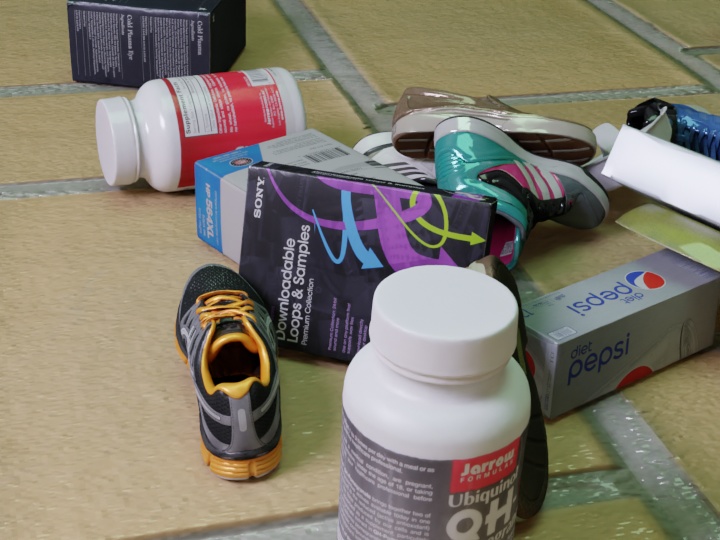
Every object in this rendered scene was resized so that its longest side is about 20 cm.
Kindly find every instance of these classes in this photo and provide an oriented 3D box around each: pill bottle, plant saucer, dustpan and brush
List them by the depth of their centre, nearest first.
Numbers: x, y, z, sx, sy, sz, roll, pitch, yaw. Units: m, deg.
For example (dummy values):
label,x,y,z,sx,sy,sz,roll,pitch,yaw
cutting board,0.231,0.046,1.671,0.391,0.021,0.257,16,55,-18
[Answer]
label,x,y,z,sx,sy,sz,roll,pitch,yaw
pill bottle,0.042,0.104,0.717,0.109,0.202,0.111,2,29,-1
plant saucer,0.314,-0.013,1.043,0.198,0.031,0.200,24,7,-3
dustpan and brush,0.256,-0.117,1.203,0.139,0.058,0.200,-31,19,7
pill bottle,-0.162,-0.141,1.241,0.197,0.114,0.112,-10,31,-22

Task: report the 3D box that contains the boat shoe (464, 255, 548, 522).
label,x,y,z,sx,sy,sz,roll,pitch,yaw
boat shoe,0.083,0.088,0.867,0.075,0.072,0.202,-21,48,24

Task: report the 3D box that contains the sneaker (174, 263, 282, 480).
label,x,y,z,sx,sy,sz,roll,pitch,yaw
sneaker,-0.093,0.055,0.893,0.077,0.078,0.201,-10,41,-12

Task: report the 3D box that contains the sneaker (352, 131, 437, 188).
label,x,y,z,sx,sy,sz,roll,pitch,yaw
sneaker,0.097,-0.098,1.250,0.198,0.076,0.116,-13,40,-13

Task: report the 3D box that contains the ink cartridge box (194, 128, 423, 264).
label,x,y,z,sx,sy,sz,roll,pitch,yaw
ink cartridge box,-0.037,-0.046,1.108,0.145,0.085,0.199,-19,36,-36

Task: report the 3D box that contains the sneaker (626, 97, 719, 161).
label,x,y,z,sx,sy,sz,roll,pitch,yaw
sneaker,0.359,-0.135,1.313,0.110,0.078,0.200,-1,24,-21

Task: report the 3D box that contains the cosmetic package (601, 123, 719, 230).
label,x,y,z,sx,sy,sz,roll,pitch,yaw
cosmetic package,0.313,-0.059,1.053,0.150,0.052,0.199,26,7,32

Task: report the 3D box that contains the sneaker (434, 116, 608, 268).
label,x,y,z,sx,sy,sz,roll,pitch,yaw
sneaker,0.150,-0.051,1.132,0.198,0.083,0.122,22,59,-25

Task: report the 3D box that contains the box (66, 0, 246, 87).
label,x,y,z,sx,sy,sz,roll,pitch,yaw
box,-0.252,-0.312,1.556,0.179,0.105,0.201,6,29,7

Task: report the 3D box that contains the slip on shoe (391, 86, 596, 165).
label,x,y,z,sx,sy,sz,roll,pitch,yaw
slip on shoe,0.130,-0.141,1.185,0.197,0.076,0.061,3,64,10

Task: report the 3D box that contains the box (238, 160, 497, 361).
label,x,y,z,sx,sy,sz,roll,pitch,yaw
box,0.000,0.000,0.964,0.197,0.145,0.036,10,12,14

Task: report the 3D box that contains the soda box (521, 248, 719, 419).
label,x,y,z,sx,sy,sz,roll,pitch,yaw
soda box,0.201,0.047,0.977,0.198,0.069,0.063,-18,32,-34
